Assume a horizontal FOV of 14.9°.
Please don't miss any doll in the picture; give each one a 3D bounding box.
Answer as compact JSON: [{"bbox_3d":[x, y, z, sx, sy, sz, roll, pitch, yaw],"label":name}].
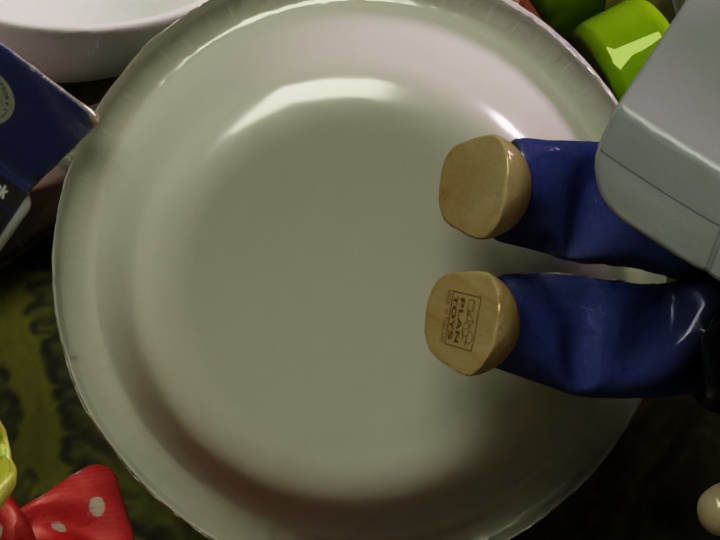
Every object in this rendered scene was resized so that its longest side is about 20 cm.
[{"bbox_3d":[0.117,0.013,0.842,0.048,0.199,0.137,-1,83,64],"label":"doll"}]

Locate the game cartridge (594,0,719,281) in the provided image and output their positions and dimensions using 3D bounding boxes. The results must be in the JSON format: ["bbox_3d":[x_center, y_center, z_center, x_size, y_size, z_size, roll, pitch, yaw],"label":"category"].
[{"bbox_3d":[0.170,-0.015,0.782,0.199,0.041,0.133,24,30,10],"label":"game cartridge"}]

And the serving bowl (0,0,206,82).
[{"bbox_3d":[-0.136,-0.144,1.137,0.199,0.066,0.201,7,46,-8],"label":"serving bowl"}]

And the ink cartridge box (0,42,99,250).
[{"bbox_3d":[-0.215,-0.048,0.896,0.200,0.199,0.041,-38,21,45],"label":"ink cartridge box"}]

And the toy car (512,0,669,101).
[{"bbox_3d":[0.009,-0.116,0.992,0.164,0.200,0.158,-26,41,-7],"label":"toy car"}]

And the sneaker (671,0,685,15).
[{"bbox_3d":[0.164,-0.142,1.067,0.099,0.071,0.201,-12,53,4],"label":"sneaker"}]

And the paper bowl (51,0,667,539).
[{"bbox_3d":[0.000,0.000,0.891,0.200,0.202,0.104,-15,4,4],"label":"paper bowl"}]

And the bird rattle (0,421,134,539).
[{"bbox_3d":[-0.109,0.126,0.833,0.112,0.200,0.163,-35,57,2],"label":"bird rattle"}]

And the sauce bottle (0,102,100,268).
[{"bbox_3d":[-0.166,-0.024,1.064,0.199,0.066,0.066,-16,47,4],"label":"sauce bottle"}]
